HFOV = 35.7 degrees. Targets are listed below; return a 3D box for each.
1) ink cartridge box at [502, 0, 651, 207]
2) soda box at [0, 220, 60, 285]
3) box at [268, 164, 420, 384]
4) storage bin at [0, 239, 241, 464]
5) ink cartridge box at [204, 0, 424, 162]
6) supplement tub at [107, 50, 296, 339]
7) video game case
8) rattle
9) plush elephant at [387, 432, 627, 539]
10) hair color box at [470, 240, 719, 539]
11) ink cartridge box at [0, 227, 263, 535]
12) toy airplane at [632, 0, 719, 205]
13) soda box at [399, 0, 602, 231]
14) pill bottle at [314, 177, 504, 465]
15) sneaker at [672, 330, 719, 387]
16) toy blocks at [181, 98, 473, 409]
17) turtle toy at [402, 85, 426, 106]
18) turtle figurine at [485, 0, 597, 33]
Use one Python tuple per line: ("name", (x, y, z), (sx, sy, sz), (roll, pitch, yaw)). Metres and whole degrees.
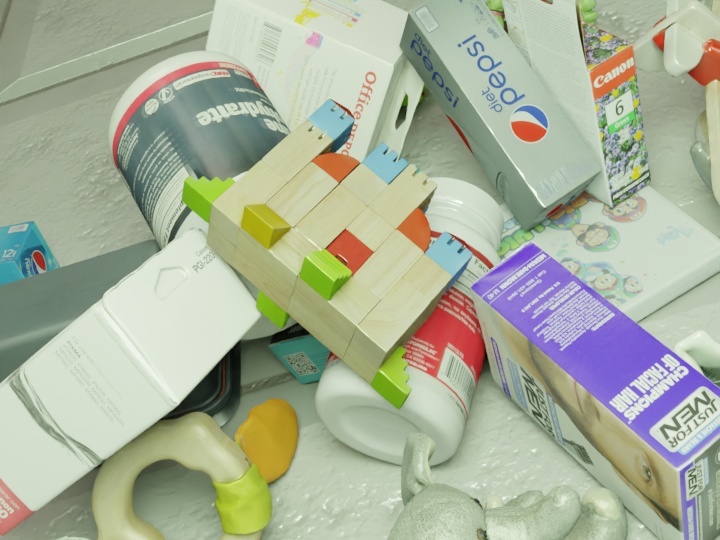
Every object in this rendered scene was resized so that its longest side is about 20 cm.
("ink cartridge box", (0.175, -0.161, 0.913), (0.050, 0.202, 0.109), (-30, 39, -14))
("soda box", (-0.412, 0.011, 1.142), (0.196, 0.069, 0.065), (-9, 39, 16))
("box", (0.000, 0.000, 0.956), (0.081, 0.049, 0.202), (-16, 35, 39))
("storage bin", (-0.214, 0.059, 0.940), (0.196, 0.136, 0.147), (-15, 39, 7))
("ink cartridge box", (-0.035, -0.187, 1.050), (0.197, 0.130, 0.126), (25, 36, 4))
("supplement tub", (-0.105, -0.062, 0.892), (0.139, 0.141, 0.201), (-29, 61, -9))
("video game case", (0.169, -0.010, 0.924), (0.198, 0.024, 0.182), (-29, 40, -8))
("rattle", (-0.151, 0.173, 0.836), (0.199, 0.130, 0.144), (-41, 22, 19))
("plush elephant", (0.079, 0.176, 0.647), (0.196, 0.156, 0.166), (-15, 39, 8))
("hair color box", (0.161, 0.082, 0.738), (0.064, 0.110, 0.200), (-35, 46, -15))
("ink cartridge box", (-0.179, 0.074, 0.771), (0.199, 0.085, 0.146), (-38, 6, 29))
("toy airplane", (0.308, -0.147, 0.923), (0.198, 0.142, 0.200), (-26, 69, -26))
("soda box", (0.113, -0.138, 0.936), (0.063, 0.068, 0.202), (-31, 81, -12))
("pill bottle", (0.046, 0.033, 0.842), (0.110, 0.113, 0.202), (2, 53, 27))
("sneaker", (0.275, 0.102, 0.703), (0.198, 0.081, 0.070), (22, 54, 39))
("toy blocks", (-0.004, -0.026, 0.764), (0.199, 0.100, 0.137), (40, 59, 10))
("turtle toy", (-0.014, -0.241, 1.181), (0.101, 0.200, 0.146), (-47, 1, 27))
("turtle figurine", (0.188, -0.243, 1.093), (0.142, 0.201, 0.195), (29, 49, 4))
